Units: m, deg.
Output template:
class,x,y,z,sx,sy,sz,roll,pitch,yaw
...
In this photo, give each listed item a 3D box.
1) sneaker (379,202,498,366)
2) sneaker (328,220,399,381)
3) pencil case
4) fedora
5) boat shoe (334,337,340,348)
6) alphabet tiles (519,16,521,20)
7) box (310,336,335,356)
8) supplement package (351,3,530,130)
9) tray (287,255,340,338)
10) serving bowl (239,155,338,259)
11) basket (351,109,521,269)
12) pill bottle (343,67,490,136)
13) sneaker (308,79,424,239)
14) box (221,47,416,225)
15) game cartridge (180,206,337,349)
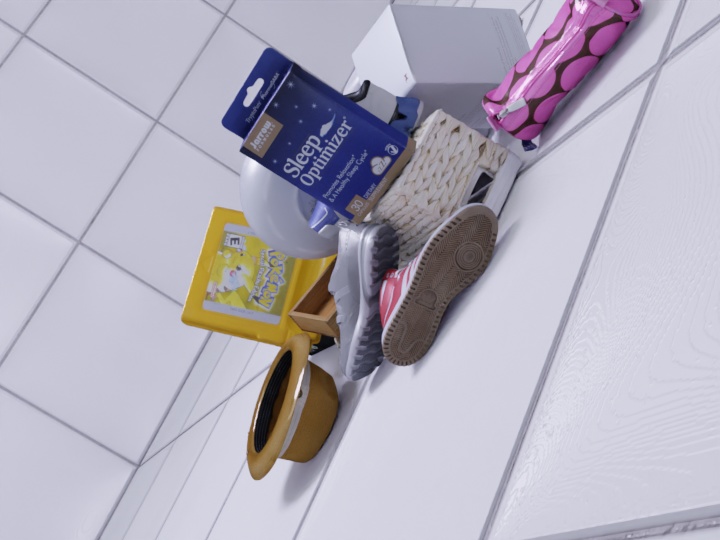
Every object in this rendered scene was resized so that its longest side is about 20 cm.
class,x,y,z,sx,sy,sz,roll,pitch,yaw
sneaker,0.080,0.000,1.209,0.201,0.071,0.113,-58,13,15
sneaker,-0.001,0.034,1.306,0.081,0.074,0.203,22,111,40
pencil case,0.218,-0.234,1.194,0.093,0.091,0.201,-15,-31,-49
fedora,-0.082,0.183,1.407,0.201,0.081,0.202,-57,20,34
boat shoe,-0.012,0.076,1.438,0.073,0.065,0.200,-57,10,7
alphabet tiles,0.195,-0.311,1.731,0.201,0.006,0.167,-52,12,32
box,-0.134,0.073,1.647,0.193,0.198,0.048,154,133,-68
supplement package,0.110,-0.259,1.387,0.117,0.198,0.119,-41,60,54
tray,0.000,0.000,1.418,0.200,0.037,0.098,-50,27,-21
serving bowl,-0.053,-0.104,1.387,0.201,0.199,0.066,-57,29,4
basket,0.081,-0.086,1.304,0.137,0.123,0.200,-62,11,-22
pill bottle,0.083,-0.232,1.501,0.111,0.199,0.111,-55,10,15
sneaker,-0.022,-0.150,1.308,0.200,0.114,0.081,-56,10,17
box,-0.051,-0.148,1.212,0.121,0.199,0.033,-51,14,33
game cartridge,-0.135,0.011,1.516,0.032,0.197,0.179,67,-145,-70
